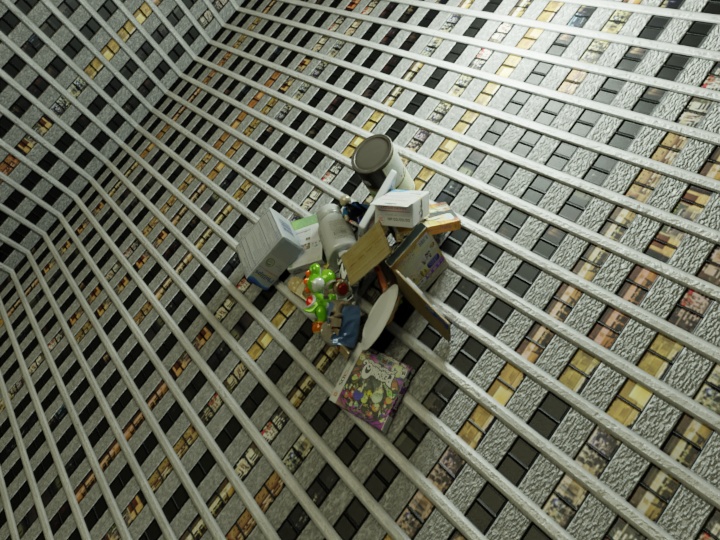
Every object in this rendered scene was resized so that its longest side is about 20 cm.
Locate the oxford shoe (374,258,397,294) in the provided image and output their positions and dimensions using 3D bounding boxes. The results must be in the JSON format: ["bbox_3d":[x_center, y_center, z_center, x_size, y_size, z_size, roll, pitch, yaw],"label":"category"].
[{"bbox_3d":[0.076,-0.019,1.625,0.070,0.072,0.205,-14,57,-2],"label":"oxford shoe"}]

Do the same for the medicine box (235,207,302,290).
[{"bbox_3d":[-0.318,-0.075,1.837,0.200,0.102,0.184,-46,43,13],"label":"medicine box"}]

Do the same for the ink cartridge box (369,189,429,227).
[{"bbox_3d":[0.109,-0.168,1.464,0.111,0.070,0.199,6,21,23],"label":"ink cartridge box"}]

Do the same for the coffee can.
[{"bbox_3d":[0.075,-0.308,1.704,0.142,0.200,0.151,-15,54,22],"label":"coffee can"}]

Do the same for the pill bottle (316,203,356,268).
[{"bbox_3d":[-0.079,-0.117,1.737,0.112,0.115,0.204,-30,50,10],"label":"pill bottle"}]

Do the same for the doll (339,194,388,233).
[{"bbox_3d":[0.005,-0.182,1.737,0.198,0.050,0.135,39,44,26],"label":"doll"}]

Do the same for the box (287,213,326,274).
[{"bbox_3d":[-0.180,-0.097,1.840,0.140,0.036,0.206,-15,57,23],"label":"box"}]

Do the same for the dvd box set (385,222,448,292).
[{"bbox_3d":[0.160,-0.020,1.476,0.147,0.200,0.029,-47,50,-4],"label":"dvd box set"}]

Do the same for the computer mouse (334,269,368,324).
[{"bbox_3d":[-0.038,0.085,1.638,0.107,0.044,0.206,-23,57,20],"label":"computer mouse"}]

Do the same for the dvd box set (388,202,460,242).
[{"bbox_3d":[0.179,-0.145,1.563,0.193,0.030,0.147,-12,30,-5],"label":"dvd box set"}]

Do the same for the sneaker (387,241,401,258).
[{"bbox_3d":[0.154,-0.047,1.587,0.074,0.118,0.199,-14,17,48],"label":"sneaker"}]

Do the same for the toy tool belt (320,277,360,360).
[{"bbox_3d":[-0.045,0.135,1.504,0.122,0.121,0.208,-150,63,-63],"label":"toy tool belt"}]

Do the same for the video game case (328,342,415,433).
[{"bbox_3d":[0.030,0.314,1.457,0.196,0.036,0.185,19,73,38],"label":"video game case"}]

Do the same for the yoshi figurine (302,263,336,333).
[{"bbox_3d":[-0.108,0.081,1.614,0.109,0.111,0.208,-8,84,24],"label":"yoshi figurine"}]

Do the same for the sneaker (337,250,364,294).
[{"bbox_3d":[0.000,0.000,1.566,0.195,0.078,0.135,-12,71,44],"label":"sneaker"}]

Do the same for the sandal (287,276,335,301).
[{"bbox_3d":[-0.170,0.058,1.714,0.207,0.070,0.079,18,71,37],"label":"sandal"}]

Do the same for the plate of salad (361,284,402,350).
[{"bbox_3d":[0.060,0.133,1.481,0.203,0.047,0.201,-59,11,18],"label":"plate of salad"}]

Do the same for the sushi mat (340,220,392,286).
[{"bbox_3d":[0.014,-0.044,1.473,0.199,0.012,0.098,-41,60,43],"label":"sushi mat"}]

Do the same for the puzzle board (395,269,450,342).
[{"bbox_3d":[0.168,0.092,1.400,0.017,0.152,0.200,-40,67,-10],"label":"puzzle board"}]

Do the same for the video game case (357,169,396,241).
[{"bbox_3d":[0.047,-0.170,1.575,0.022,0.183,0.204,28,73,8],"label":"video game case"}]
